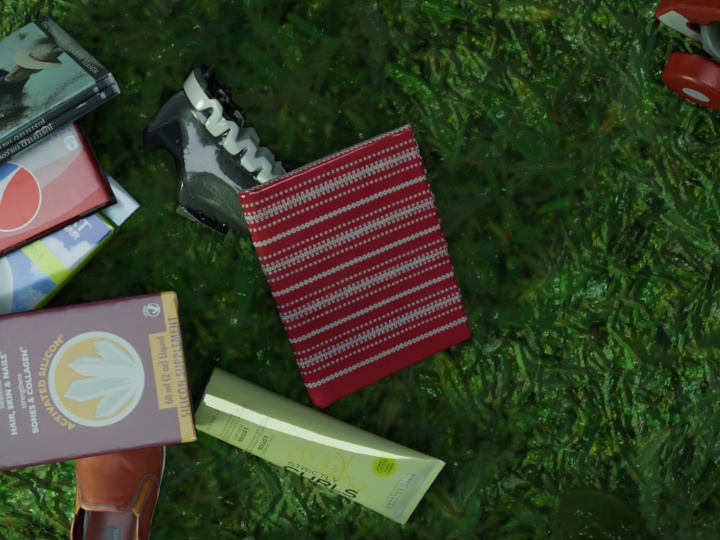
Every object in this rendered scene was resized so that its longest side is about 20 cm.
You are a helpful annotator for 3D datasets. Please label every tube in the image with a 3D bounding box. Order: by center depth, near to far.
[{"bbox_3d":[-0.037,0.139,0.997,0.199,0.058,0.052,25,73,-8],"label":"tube"}]

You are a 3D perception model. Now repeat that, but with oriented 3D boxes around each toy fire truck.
[{"bbox_3d":[0.334,-0.171,0.963,0.199,0.168,0.112,27,89,-7],"label":"toy fire truck"}]

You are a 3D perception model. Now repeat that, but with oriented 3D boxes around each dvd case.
[{"bbox_3d":[-0.286,-0.109,0.905,0.200,0.146,0.022,-33,130,-14],"label":"dvd case"}]

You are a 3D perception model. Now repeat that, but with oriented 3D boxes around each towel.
[{"bbox_3d":[0.000,0.000,0.963,0.144,0.022,0.201,-24,119,-11],"label":"towel"}]

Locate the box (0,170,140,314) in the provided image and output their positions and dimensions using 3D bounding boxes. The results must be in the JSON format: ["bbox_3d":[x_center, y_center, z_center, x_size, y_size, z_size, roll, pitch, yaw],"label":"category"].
[{"bbox_3d":[-0.283,-0.020,0.966,0.200,0.048,0.122,-45,96,-2],"label":"box"}]

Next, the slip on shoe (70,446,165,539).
[{"bbox_3d":[-0.193,0.170,0.977,0.074,0.061,0.201,5,91,-4],"label":"slip on shoe"}]

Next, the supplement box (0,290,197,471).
[{"bbox_3d":[-0.225,0.082,0.911,0.199,0.086,0.111,-8,89,-9],"label":"supplement box"}]

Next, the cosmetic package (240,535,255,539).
[{"bbox_3d":[-0.108,0.277,0.923,0.107,0.200,0.090,-25,93,-2],"label":"cosmetic package"}]

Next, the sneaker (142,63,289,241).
[{"bbox_3d":[-0.096,-0.057,0.978,0.090,0.067,0.200,-34,104,12],"label":"sneaker"}]

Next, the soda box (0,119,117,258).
[{"bbox_3d":[-0.283,-0.038,0.910,0.199,0.063,0.070,-26,94,-5],"label":"soda box"}]
